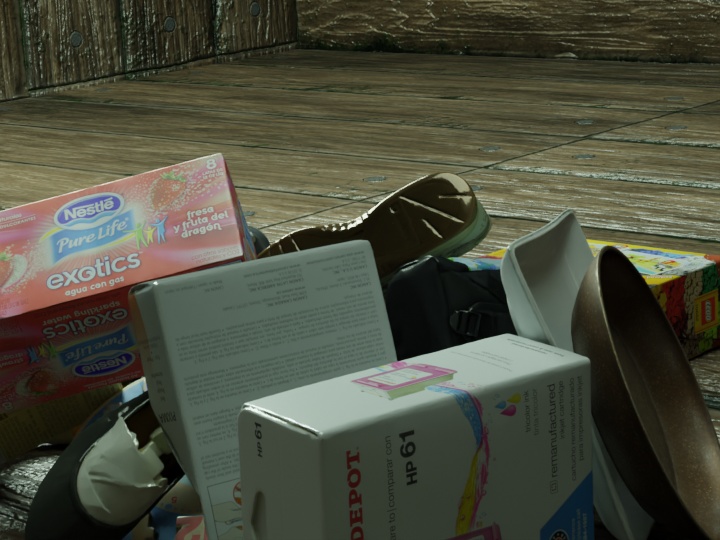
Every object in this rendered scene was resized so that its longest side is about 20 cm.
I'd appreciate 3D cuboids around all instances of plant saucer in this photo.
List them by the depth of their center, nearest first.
[{"bbox_3d":[0.179,0.083,1.165,0.036,0.202,0.200,-23,6,20],"label":"plant saucer"}]

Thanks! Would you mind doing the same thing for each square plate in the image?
[{"bbox_3d":[0.148,0.066,1.200,0.028,0.201,0.198,-22,1,19],"label":"square plate"}]

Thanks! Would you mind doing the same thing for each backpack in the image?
[{"bbox_3d":[0.111,0.063,1.317,0.199,0.165,0.153,-10,-2,-31],"label":"backpack"}]

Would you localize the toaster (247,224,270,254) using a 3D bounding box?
[{"bbox_3d":[-0.162,0.016,1.661,0.198,0.115,0.129,-3,-2,4],"label":"toaster"}]

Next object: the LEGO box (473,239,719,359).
[{"bbox_3d":[0.198,0.029,1.604,0.199,0.078,0.148,9,18,42],"label":"LEGO box"}]

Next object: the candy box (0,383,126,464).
[{"bbox_3d":[-0.280,0.083,1.313,0.199,0.055,0.116,-27,55,-9],"label":"candy box"}]

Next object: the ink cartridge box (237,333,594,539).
[{"bbox_3d":[0.035,0.131,1.062,0.199,0.146,0.084,-12,16,-33],"label":"ink cartridge box"}]

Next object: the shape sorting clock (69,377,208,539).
[{"bbox_3d":[-0.102,0.125,1.241,0.198,0.039,0.201,-4,42,3],"label":"shape sorting clock"}]

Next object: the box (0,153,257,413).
[{"bbox_3d":[-0.169,0.010,1.248,0.198,0.103,0.095,-15,51,1],"label":"box"}]

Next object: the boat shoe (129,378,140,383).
[{"bbox_3d":[-0.188,0.056,1.513,0.060,0.075,0.200,-15,-17,29],"label":"boat shoe"}]

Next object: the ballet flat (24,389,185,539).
[{"bbox_3d":[-0.133,0.108,1.176,0.200,0.068,0.068,-46,9,-28],"label":"ballet flat"}]

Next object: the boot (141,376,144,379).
[{"bbox_3d":[-0.069,0.089,1.346,0.165,0.073,0.201,-17,50,-14],"label":"boot"}]

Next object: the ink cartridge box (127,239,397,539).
[{"bbox_3d":[-0.048,0.092,1.168,0.161,0.202,0.050,-11,1,-30],"label":"ink cartridge box"}]

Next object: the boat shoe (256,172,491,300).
[{"bbox_3d":[0.000,0.000,1.321,0.199,0.074,0.063,-23,-28,13],"label":"boat shoe"}]

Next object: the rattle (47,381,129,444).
[{"bbox_3d":[-0.279,0.097,1.383,0.198,0.131,0.144,15,50,-8],"label":"rattle"}]
